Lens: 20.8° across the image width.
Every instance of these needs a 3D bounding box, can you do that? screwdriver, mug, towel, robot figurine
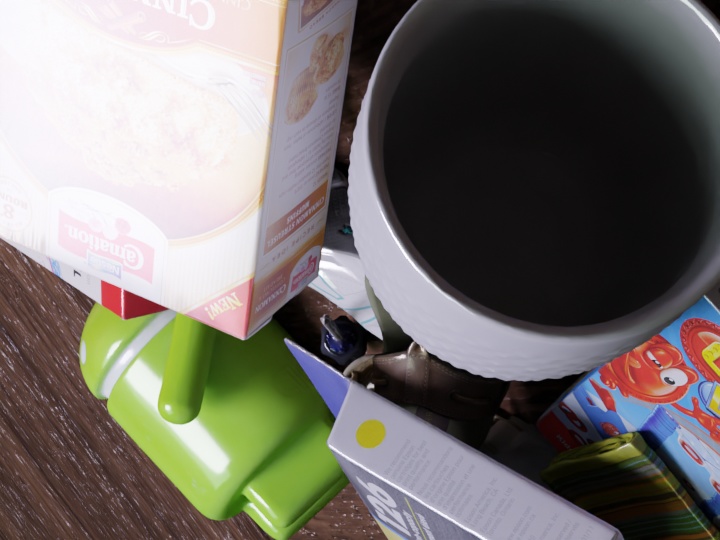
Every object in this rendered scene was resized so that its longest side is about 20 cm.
[{"bbox_3d":[-0.017,0.034,1.064,0.029,0.028,0.200,1,174,8],"label":"screwdriver"},{"bbox_3d":[0.063,-0.054,0.784,0.175,0.147,0.201,109,151,-78],"label":"mug"},{"bbox_3d":[0.164,0.160,0.902,0.200,0.018,0.086,51,156,-2],"label":"towel"},{"bbox_3d":[-0.092,0.074,1.228,0.200,0.116,0.176,46,167,11],"label":"robot figurine"}]

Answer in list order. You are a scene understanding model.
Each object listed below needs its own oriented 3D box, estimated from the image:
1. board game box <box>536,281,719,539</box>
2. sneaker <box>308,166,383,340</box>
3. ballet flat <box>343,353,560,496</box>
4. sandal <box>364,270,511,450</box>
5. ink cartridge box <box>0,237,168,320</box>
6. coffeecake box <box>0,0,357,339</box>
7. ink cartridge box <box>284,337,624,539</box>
[{"bbox_3d":[0.191,0.096,0.858,0.200,0.056,0.196,48,156,6],"label":"board game box"},{"bbox_3d":[0.000,0.000,1.030,0.200,0.070,0.080,22,146,45],"label":"sneaker"},{"bbox_3d":[0.062,0.099,1.066,0.200,0.069,0.070,27,147,39],"label":"ballet flat"},{"bbox_3d":[0.039,0.052,0.950,0.080,0.057,0.201,8,145,7],"label":"sandal"},{"bbox_3d":[-0.131,-0.054,1.044,0.200,0.067,0.117,29,124,42],"label":"ink cartridge box"},{"bbox_3d":[-0.088,-0.092,0.867,0.153,0.073,0.200,21,124,20],"label":"coffeecake box"},{"bbox_3d":[0.054,0.136,0.962,0.200,0.047,0.198,26,160,31],"label":"ink cartridge box"}]
